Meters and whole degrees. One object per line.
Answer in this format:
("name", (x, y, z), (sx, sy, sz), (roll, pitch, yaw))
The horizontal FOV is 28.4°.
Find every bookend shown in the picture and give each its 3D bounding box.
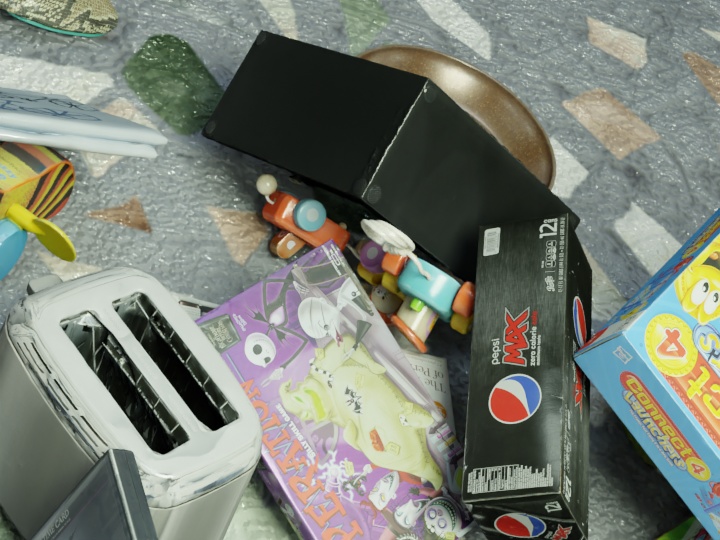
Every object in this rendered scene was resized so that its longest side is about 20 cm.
("bookend", (0.021, -0.070, 1.040), (0.199, 0.093, 0.198), (25, -8, 47))

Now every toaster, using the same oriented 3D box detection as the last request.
("toaster", (-0.136, 0.096, 0.797), (0.113, 0.130, 0.200), (-20, 61, -40))

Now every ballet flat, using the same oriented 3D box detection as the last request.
("ballet flat", (-0.274, -0.232, 1.081), (0.198, 0.076, 0.068), (11, 44, -21))

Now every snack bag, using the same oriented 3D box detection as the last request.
("snack bag", (-0.248, -0.105, 0.931), (0.187, 0.022, 0.199), (4, 12, -32))

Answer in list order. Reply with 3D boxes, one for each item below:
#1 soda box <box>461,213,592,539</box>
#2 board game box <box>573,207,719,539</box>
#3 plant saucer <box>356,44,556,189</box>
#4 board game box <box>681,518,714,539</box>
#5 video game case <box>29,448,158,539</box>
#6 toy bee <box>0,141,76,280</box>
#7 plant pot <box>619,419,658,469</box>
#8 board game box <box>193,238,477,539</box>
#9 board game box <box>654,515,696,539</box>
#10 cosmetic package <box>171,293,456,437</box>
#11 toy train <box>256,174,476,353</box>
("soda box", (0.107, 0.067, 0.891), (0.063, 0.071, 0.202), (-7, 53, 21))
("board game box", (0.263, 0.069, 0.895), (0.195, 0.056, 0.201), (-40, 92, -31))
("plant saucer", (0.067, -0.108, 1.184), (0.198, 0.037, 0.202), (17, 43, -16))
("board game box", (0.276, 0.251, 0.900), (0.200, 0.064, 0.147), (46, 46, 5))
("video game case", (-0.127, 0.209, 0.681), (0.019, 0.143, 0.201), (12, 42, -42))
("toy bee", (-0.237, -0.037, 0.886), (0.130, 0.109, 0.201), (22, 41, -9))
("plant pot", (0.291, 0.071, 1.039), (0.183, 0.201, 0.201), (-18, 58, -26))
("board game box", (-0.013, 0.094, 0.878), (0.119, 0.032, 0.201), (-32, 87, -24))
("board game box", (0.250, 0.215, 0.977), (0.199, 0.030, 0.096), (-20, 62, -38))
("cosmetic package", (-0.037, 0.080, 0.927), (0.198, 0.051, 0.083), (14, 46, -19))
("toy train", (0.000, 0.000, 0.989), (0.150, 0.056, 0.200), (33, -4, -26))
